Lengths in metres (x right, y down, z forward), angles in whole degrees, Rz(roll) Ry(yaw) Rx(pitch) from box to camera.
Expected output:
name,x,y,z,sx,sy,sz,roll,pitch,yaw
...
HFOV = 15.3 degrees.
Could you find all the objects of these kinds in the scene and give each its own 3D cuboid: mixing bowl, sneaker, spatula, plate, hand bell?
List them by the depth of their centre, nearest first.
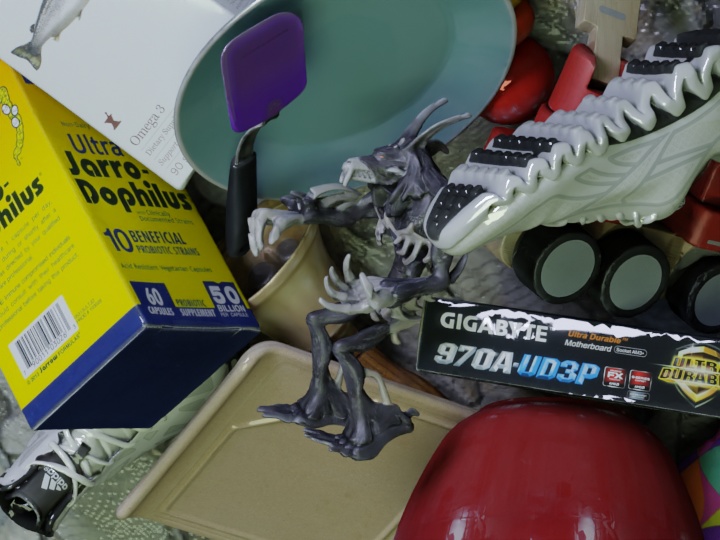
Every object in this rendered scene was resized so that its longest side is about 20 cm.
name,x,y,z,sx,sy,sz,roll,pitch,yaw
sneaker,0.127,-0.052,1.421,0.200,0.075,0.081,-29,109,-15
spatula,-0.059,-0.068,1.476,0.021,0.056,0.200,45,151,20
plate,-0.010,-0.112,1.487,0.200,0.026,0.200,-16,146,-11
mixing bowl,0.113,0.139,1.584,0.200,0.109,0.200,4,163,1
hand bell,-0.002,0.052,1.664,0.104,0.104,0.200,-33,118,26
sneaker,-0.156,0.109,1.677,0.076,0.115,0.200,43,132,-11

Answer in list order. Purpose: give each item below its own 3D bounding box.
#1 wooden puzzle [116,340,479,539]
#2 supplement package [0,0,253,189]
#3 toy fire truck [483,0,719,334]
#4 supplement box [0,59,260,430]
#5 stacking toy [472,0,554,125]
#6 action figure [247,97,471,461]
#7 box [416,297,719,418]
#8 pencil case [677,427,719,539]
name,x,y,z,sx,sy,sz,roll,pitch,yaw
wooden puzzle,-0.027,0.117,1.670,0.200,0.037,0.185,16,135,-27
supplement package,-0.139,-0.166,1.550,0.200,0.117,0.117,36,120,-7
toy fire truck,0.159,-0.088,1.521,0.176,0.129,0.200,11,110,-34
supplement box,-0.167,-0.017,1.586,0.110,0.109,0.200,-41,66,27
stacking toy,0.062,-0.171,1.525,0.085,0.085,0.200,-13,118,19
action figure,0.000,0.000,1.488,0.102,0.119,0.200,6,104,-31
box,0.150,0.054,1.558,0.200,0.159,0.046,8,89,20
pencil case,0.202,0.177,1.672,0.088,0.088,0.200,35,120,-6
